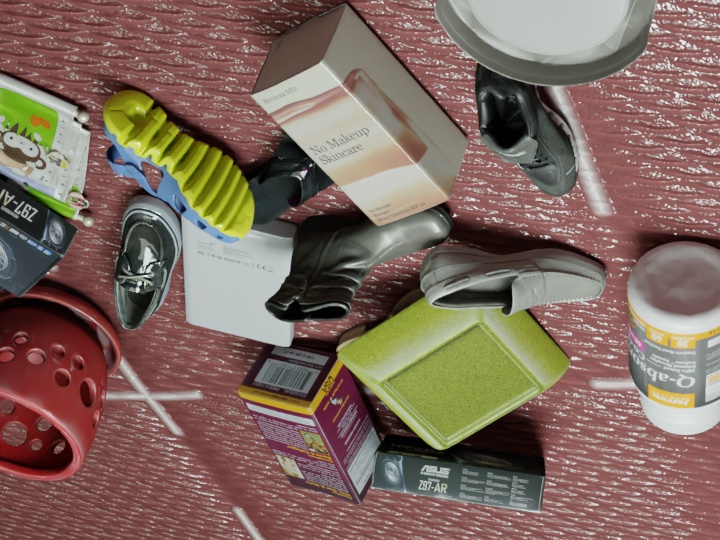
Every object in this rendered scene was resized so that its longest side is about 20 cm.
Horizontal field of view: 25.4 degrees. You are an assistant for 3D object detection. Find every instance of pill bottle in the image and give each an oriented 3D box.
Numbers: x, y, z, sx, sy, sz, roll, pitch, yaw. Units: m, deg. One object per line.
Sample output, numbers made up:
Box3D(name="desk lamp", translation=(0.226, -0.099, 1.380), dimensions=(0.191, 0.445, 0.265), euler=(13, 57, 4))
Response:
Box3D(name="pill bottle", translation=(0.336, 0.074, 1.651), dimensions=(0.116, 0.117, 0.201), euler=(6, 140, 16))

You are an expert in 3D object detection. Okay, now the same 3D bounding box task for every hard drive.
Box3D(name="hard drive", translation=(-0.139, 0.006, 1.841), dimensions=(0.131, 0.027, 0.201), euler=(14, 141, 7))

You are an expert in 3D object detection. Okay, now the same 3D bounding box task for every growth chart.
Box3D(name="growth chart", translation=(-0.363, -0.137, 1.773), dimensions=(0.144, 0.018, 0.201), euler=(17, 141, 4))

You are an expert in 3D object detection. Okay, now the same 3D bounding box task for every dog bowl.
Box3D(name="dog bowl", translation=(0.157, -0.247, 1.327), dimensions=(0.199, 0.059, 0.201), euler=(11, 141, 9))

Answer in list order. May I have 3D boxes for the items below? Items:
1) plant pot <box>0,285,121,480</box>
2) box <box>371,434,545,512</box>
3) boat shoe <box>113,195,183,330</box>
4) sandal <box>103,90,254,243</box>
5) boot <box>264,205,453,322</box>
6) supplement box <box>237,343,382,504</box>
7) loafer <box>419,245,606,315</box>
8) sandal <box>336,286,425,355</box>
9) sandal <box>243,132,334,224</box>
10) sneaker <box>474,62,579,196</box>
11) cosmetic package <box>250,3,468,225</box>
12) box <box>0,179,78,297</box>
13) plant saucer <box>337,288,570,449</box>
Box3D(name="plant pot", translation=(-0.406, 0.131, 1.975), dimensions=(0.199, 0.183, 0.201), euler=(11, 143, 8))
Box3D(name="box", translation=(0.119, 0.241, 1.903), dimensions=(0.198, 0.044, 0.160), euler=(8, -178, 7))
Box3D(name="boat shoe", translation=(-0.248, -0.002, 1.841), dimensions=(0.072, 0.071, 0.201), euler=(15, 141, 5))
Box3D(name="sandal", translation=(-0.197, -0.102, 1.690), dimensions=(0.200, 0.080, 0.087), euler=(43, 144, -1))
Box3D(name="boot", translation=(0.000, 0.000, 1.691), dimensions=(0.199, 0.131, 0.068), euler=(-10, 134, 31))
Box3D(name="supplement box", translation=(-0.055, 0.187, 1.957), dimensions=(0.110, 0.086, 0.201), euler=(11, 144, 31))
Box3D(name="loafer", translation=(0.161, 0.018, 1.669), dimensions=(0.198, 0.070, 0.070), euler=(1, 141, -5))
Box3D(name="sandal", translation=(0.046, 0.086, 1.824), dimensions=(0.078, 0.070, 0.211), euler=(39, 138, -23))
Box3D(name="sandal", translation=(-0.076, -0.091, 1.680), dimensions=(0.075, 0.048, 0.200), euler=(33, 141, -16))
Box3D(name="sneaker", translation=(0.151, -0.129, 1.506), dimensions=(0.066, 0.091, 0.201), euler=(-4, 136, 28))
Box3D(name="cosmetic package", translation=(0.001, -0.147, 1.549), dimensions=(0.103, 0.088, 0.200), euler=(-20, 127, 40))
Box3D(name="box", translation=(-0.448, -0.060, 1.863), dimensions=(0.199, 0.044, 0.160), euler=(34, 148, -18))
Box3D(name="plant saucer", translation=(0.109, 0.113, 1.777), dimensions=(0.199, 0.048, 0.200), euler=(-32, 126, 17))
